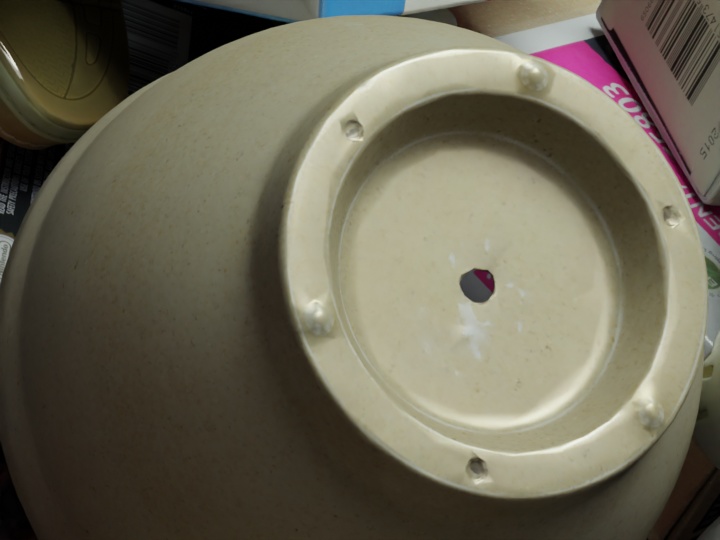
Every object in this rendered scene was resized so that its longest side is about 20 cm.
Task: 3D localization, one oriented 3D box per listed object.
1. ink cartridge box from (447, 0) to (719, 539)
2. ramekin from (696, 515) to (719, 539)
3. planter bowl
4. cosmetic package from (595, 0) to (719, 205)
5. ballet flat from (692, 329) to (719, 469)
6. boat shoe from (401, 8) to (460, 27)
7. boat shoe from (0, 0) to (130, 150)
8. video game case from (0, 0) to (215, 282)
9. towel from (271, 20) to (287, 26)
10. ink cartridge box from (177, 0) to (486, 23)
[{"bbox_3d":[0.104,-0.014,0.969,0.165,0.075,0.200,-17,57,-48],"label":"ink cartridge box"},{"bbox_3d":[0.157,0.150,0.782,0.200,0.098,0.201,19,37,-15],"label":"ramekin"},{"bbox_3d":[0.014,0.015,0.739,0.200,0.135,0.201,6,74,-21],"label":"planter bowl"},{"bbox_3d":[0.197,-0.079,0.977,0.199,0.071,0.105,2,45,-29],"label":"cosmetic package"},{"bbox_3d":[0.132,0.024,0.805,0.068,0.072,0.200,53,21,-6],"label":"ballet flat"},{"bbox_3d":[0.000,0.000,0.859,0.065,0.074,0.200,30,60,-6],"label":"boat shoe"},{"bbox_3d":[-0.143,-0.111,0.893,0.073,0.063,0.201,-6,55,-50],"label":"boat shoe"},{"bbox_3d":[-0.138,-0.051,0.884,0.180,0.026,0.200,19,37,-15],"label":"video game case"},{"bbox_3d":[-0.056,-0.171,0.995,0.200,0.036,0.149,53,12,-44],"label":"towel"},{"bbox_3d":[0.007,-0.129,0.895,0.116,0.067,0.200,15,18,36],"label":"ink cartridge box"}]
